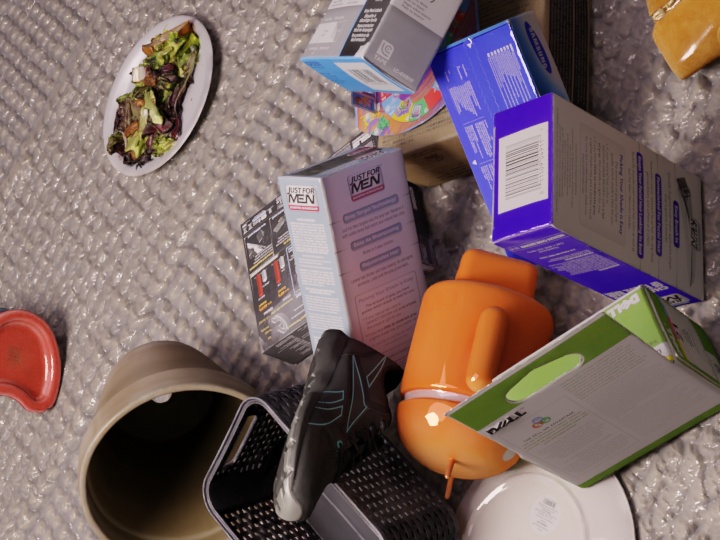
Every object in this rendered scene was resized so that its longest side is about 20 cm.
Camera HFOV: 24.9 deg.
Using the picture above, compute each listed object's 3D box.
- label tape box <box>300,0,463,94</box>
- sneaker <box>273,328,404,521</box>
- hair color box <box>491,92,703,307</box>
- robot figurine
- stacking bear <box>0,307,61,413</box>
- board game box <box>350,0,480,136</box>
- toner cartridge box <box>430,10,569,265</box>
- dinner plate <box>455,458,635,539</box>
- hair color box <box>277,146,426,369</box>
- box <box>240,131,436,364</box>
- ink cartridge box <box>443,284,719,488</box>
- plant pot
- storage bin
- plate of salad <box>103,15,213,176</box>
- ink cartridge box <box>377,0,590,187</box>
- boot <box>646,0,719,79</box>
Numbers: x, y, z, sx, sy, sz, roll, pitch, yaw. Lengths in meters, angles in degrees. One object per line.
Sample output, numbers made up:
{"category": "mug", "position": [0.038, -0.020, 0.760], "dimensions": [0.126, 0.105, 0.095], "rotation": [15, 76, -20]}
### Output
{"category": "label tape box", "position": [0.040, -0.255, 1.415], "dimensions": [0.201, 0.066, 0.143], "rotation": [-64, 23, -5]}
{"category": "sneaker", "position": [-0.016, 0.125, 1.314], "dimensions": [0.200, 0.079, 0.076], "rotation": [-71, 0, -47]}
{"category": "hair color box", "position": [0.186, -0.047, 1.259], "dimensions": [0.065, 0.200, 0.110], "rotation": [-17, 61, 43]}
{"category": "robot figurine", "position": [0.095, 0.087, 1.356], "dimensions": [0.144, 0.116, 0.201], "rotation": [-9, 60, 49]}
{"category": "stacking bear", "position": [-0.449, 0.100, 1.937], "dimensions": [0.200, 0.121, 0.114], "rotation": [-1, 74, 54]}
{"category": "board game box", "position": [0.037, -0.226, 1.503], "dimensions": [0.158, 0.039, 0.201], "rotation": [-26, 55, 38]}
{"category": "toner cartridge box", "position": [0.137, -0.108, 1.373], "dimensions": [0.095, 0.043, 0.201], "rotation": [-17, 97, 41]}
{"category": "dinner plate", "position": [0.136, 0.233, 1.323], "dimensions": [0.200, 0.024, 0.201], "rotation": [-21, 58, 38]}
{"category": "hair color box", "position": [0.000, 0.000, 1.439], "dimensions": [0.061, 0.099, 0.201], "rotation": [7, 113, 47]}
{"category": "box", "position": [-0.026, -0.025, 1.586], "dimensions": [0.200, 0.050, 0.158], "rotation": [-36, 50, 31]}
{"category": "ink cartridge box", "position": [0.165, 0.074, 1.218], "dimensions": [0.148, 0.200, 0.076], "rotation": [-34, 50, 22]}
{"category": "plant pot", "position": [-0.183, 0.159, 1.586], "dimensions": [0.200, 0.200, 0.174], "rotation": [-56, 27, 12]}
{"category": "storage bin", "position": [-0.028, 0.206, 1.396], "dimensions": [0.200, 0.094, 0.135], "rotation": [46, 125, 29]}
{"category": "plate of salad", "position": [-0.245, -0.208, 1.899], "dimensions": [0.200, 0.048, 0.201], "rotation": [-21, 59, 39]}
{"category": "ink cartridge box", "position": [0.112, -0.183, 1.492], "dimensions": [0.200, 0.075, 0.165], "rotation": [-16, 60, 42]}
{"category": "boot", "position": [0.310, -0.199, 1.307], "dimensions": [0.144, 0.071, 0.202], "rotation": [-47, 42, 30]}
